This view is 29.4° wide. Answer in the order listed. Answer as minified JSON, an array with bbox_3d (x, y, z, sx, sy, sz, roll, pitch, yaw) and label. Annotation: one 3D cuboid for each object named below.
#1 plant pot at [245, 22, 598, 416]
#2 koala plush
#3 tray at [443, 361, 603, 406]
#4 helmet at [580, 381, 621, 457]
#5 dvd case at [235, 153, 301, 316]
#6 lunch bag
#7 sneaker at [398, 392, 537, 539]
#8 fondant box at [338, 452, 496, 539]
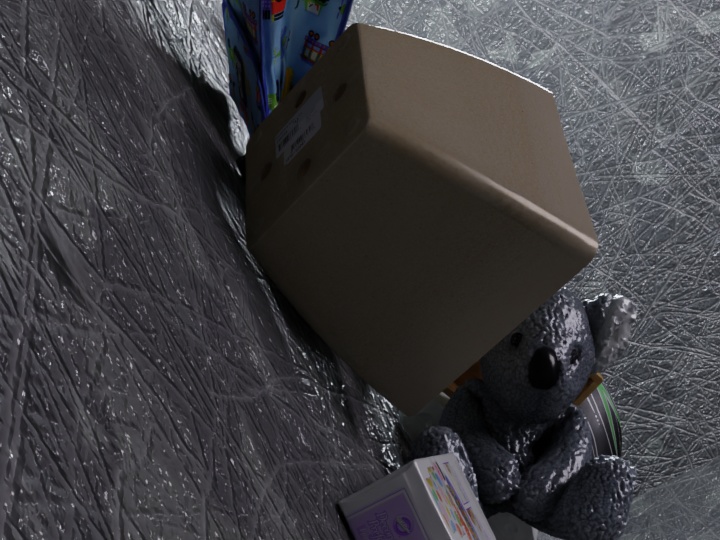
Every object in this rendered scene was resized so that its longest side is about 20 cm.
[{"bbox_3d":[0.024,-0.055,0.991,0.176,0.200,0.201,30,32,-28],"label":"plant pot"},{"bbox_3d":[0.132,0.101,1.108,0.184,0.176,0.202,46,53,-87],"label":"koala plush"},{"bbox_3d":[0.103,0.064,1.175,0.200,0.099,0.037,40,11,-18],"label":"tray"},{"bbox_3d":[0.209,0.185,1.585,0.201,0.199,0.191,-111,177,-47],"label":"helmet"},{"bbox_3d":[-0.038,-0.002,1.120,0.144,0.017,0.200,66,8,20],"label":"dvd case"},{"bbox_3d":[-0.067,-0.189,1.112,0.151,0.093,0.202,-124,-143,-57],"label":"lunch bag"},{"bbox_3d":[0.118,0.150,1.283,0.201,0.080,0.147,56,33,-14],"label":"sneaker"},{"bbox_3d":[0.058,0.199,0.899,0.145,0.058,0.200,64,6,10],"label":"fondant box"}]
